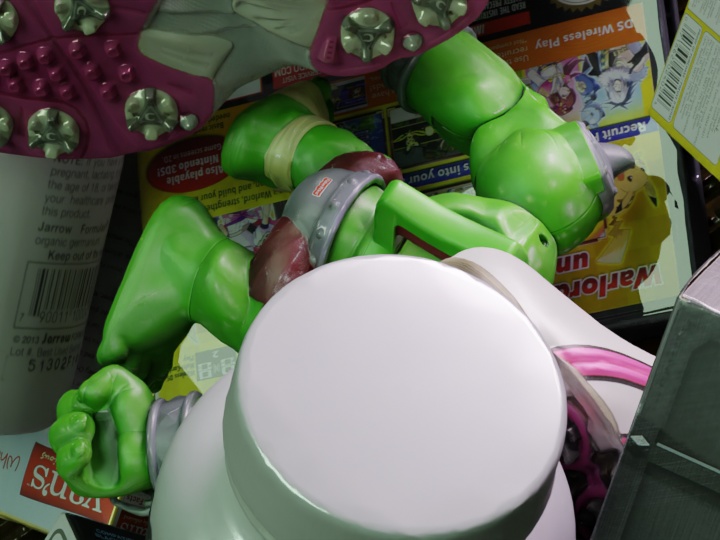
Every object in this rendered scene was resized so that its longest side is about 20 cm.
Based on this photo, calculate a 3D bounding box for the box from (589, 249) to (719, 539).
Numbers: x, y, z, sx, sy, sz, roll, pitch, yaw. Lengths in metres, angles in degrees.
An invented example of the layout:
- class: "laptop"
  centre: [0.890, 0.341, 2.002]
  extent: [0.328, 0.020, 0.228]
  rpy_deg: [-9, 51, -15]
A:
- class: "box"
  centre: [0.149, 0.106, 0.680]
  extent: [0.199, 0.048, 0.159]
  rpy_deg: [23, 113, 16]

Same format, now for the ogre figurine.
- class: "ogre figurine"
  centre: [0.000, 0.000, 0.847]
  extent: [0.120, 0.200, 0.098]
  rpy_deg: [22, 135, 24]

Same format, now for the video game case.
- class: "video game case"
  centre: [0.014, -0.051, 0.927]
  extent: [0.199, 0.025, 0.181]
  rpy_deg: [-13, 73, 24]

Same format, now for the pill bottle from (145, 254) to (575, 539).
- class: "pill bottle"
  centre: [-0.004, 0.086, 0.730]
  extent: [0.200, 0.110, 0.111]
  rpy_deg: [105, 148, -53]

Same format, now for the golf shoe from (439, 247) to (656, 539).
- class: "golf shoe"
  centre: [0.095, 0.065, 0.777]
  extent: [0.200, 0.092, 0.073]
  rpy_deg: [47, 144, 2]

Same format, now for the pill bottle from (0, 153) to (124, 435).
- class: "pill bottle"
  centre: [-0.135, -0.054, 0.939]
  extent: [0.114, 0.114, 0.201]
  rpy_deg: [21, 100, 40]

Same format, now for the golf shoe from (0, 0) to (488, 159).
- class: "golf shoe"
  centre: [-0.053, -0.092, 0.863]
  extent: [0.199, 0.076, 0.092]
  rpy_deg: [-13, 34, 8]

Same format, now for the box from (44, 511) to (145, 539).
- class: "box"
  centre: [-0.074, 0.186, 0.885]
  extent: [0.117, 0.060, 0.200]
  rpy_deg: [-57, 35, 19]

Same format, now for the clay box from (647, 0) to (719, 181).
- class: "clay box"
  centre: [0.157, -0.054, 0.770]
  extent: [0.200, 0.047, 0.115]
  rpy_deg: [53, 129, 57]

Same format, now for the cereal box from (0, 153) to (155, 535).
- class: "cereal box"
  centre: [-0.105, -0.005, 1.022]
  extent: [0.144, 0.039, 0.201]
  rpy_deg: [17, 87, 36]
